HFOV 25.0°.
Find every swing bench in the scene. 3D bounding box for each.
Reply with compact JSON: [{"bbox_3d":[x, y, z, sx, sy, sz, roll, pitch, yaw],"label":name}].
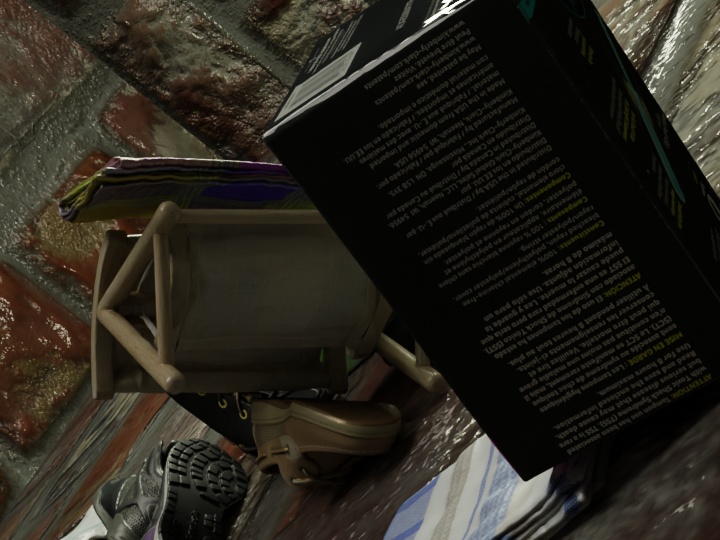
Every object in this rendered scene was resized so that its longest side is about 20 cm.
[{"bbox_3d":[-0.071,0.025,1.142,0.200,0.199,0.130,169,100,-66],"label":"swing bench"}]

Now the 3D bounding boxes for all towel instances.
[{"bbox_3d":[0.063,0.116,0.837,0.200,0.024,0.147,-45,10,36],"label":"towel"},{"bbox_3d":[-0.100,-0.050,1.115,0.144,0.200,0.023,156,114,-64],"label":"towel"}]

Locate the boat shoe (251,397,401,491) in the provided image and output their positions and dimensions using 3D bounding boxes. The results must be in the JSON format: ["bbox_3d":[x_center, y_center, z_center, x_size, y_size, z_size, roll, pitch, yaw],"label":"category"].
[{"bbox_3d":[-0.025,0.124,1.148,0.200,0.071,0.065,172,101,-70],"label":"boat shoe"}]

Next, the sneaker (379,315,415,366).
[{"bbox_3d":[0.060,-0.024,1.207,0.200,0.088,0.074,-54,11,-3],"label":"sneaker"}]

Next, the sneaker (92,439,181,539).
[{"bbox_3d":[-0.202,0.220,1.597,0.114,0.076,0.199,-51,12,-8],"label":"sneaker"}]

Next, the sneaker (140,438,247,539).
[{"bbox_3d":[-0.158,0.219,1.387,0.088,0.076,0.200,-54,7,23],"label":"sneaker"}]

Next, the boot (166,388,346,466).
[{"bbox_3d":[-0.102,0.096,1.325,0.073,0.151,0.200,-54,10,-16],"label":"boot"}]

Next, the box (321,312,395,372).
[{"bbox_3d":[-0.012,-0.011,1.327,0.200,0.144,0.036,-44,10,42],"label":"box"}]

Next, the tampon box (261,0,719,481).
[{"bbox_3d":[0.074,-0.038,0.747,0.126,0.200,0.150,-31,16,20],"label":"tampon box"}]

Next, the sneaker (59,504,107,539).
[{"bbox_3d":[-0.311,0.321,1.748,0.200,0.070,0.080,-49,12,16],"label":"sneaker"}]
